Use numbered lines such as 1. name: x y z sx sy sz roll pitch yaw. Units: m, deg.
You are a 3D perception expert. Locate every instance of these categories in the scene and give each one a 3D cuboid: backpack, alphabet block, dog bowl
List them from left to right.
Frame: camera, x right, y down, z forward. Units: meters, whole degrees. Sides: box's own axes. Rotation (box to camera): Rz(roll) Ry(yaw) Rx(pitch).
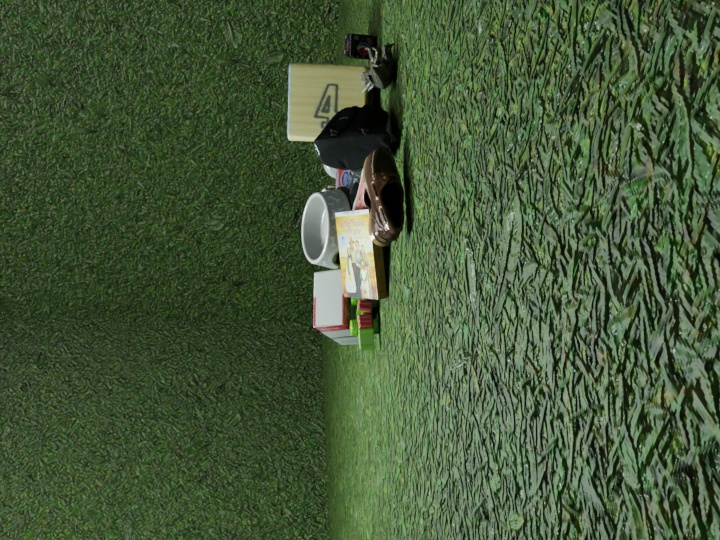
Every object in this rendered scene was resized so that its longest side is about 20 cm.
1. dog bowl: -0.089 -0.103 1.722 0.200 0.059 0.200 -178 90 -64
2. alphabet block: -0.075 -0.437 1.831 0.195 0.200 0.197 -70 -17 -74
3. backpack: -0.003 -0.288 1.503 0.200 0.163 0.154 -86 -13 -48

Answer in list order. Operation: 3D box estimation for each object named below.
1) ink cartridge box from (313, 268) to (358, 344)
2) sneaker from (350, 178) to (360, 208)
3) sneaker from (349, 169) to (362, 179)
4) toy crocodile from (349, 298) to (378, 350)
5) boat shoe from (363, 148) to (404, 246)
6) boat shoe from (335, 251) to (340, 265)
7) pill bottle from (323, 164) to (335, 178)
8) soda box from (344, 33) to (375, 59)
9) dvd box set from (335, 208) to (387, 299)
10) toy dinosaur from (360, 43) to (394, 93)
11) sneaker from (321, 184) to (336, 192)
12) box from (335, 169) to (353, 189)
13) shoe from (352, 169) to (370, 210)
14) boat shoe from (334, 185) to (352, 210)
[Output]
1. ink cartridge box: -0.047 0.099 1.788 0.200 0.084 0.145 46 -139 -63
2. sneaker: 0.014 -0.215 1.750 0.080 0.070 0.201 90 -175 -58
3. sneaker: 0.005 -0.308 1.696 0.066 0.090 0.200 115 155 -74
4. toy crocodile: 0.009 0.098 1.676 0.062 0.067 0.200 100 170 -58
5. boat shoe: 0.051 -0.147 1.306 0.070 0.070 0.200 135 134 -56
6. boat shoe: 0.000 -0.031 1.691 0.200 0.070 0.070 16 96 62
7. pill bottle: -0.071 -0.369 2.340 0.200 0.113 0.113 -106 18 -73
8. soda box: -0.003 -0.623 1.936 0.200 0.071 0.063 -106 19 -69
9. dvd box set: 0.000 -0.037 1.572 0.146 0.029 0.200 3 100 57
10. toy dinosaur: 0.047 -0.434 1.510 0.200 0.077 0.102 -119 19 -69
11. sneaker: -0.015 -0.169 1.990 0.199 0.130 0.079 54 148 4
12. box: -0.017 -0.237 1.873 0.100 0.095 0.200 -161 72 -83
13. shoe: 0.021 -0.147 1.598 0.091 0.071 0.200 -92 10 -58
14. boat shoe: -0.010 -0.145 1.758 0.062 0.075 0.200 106 145 -51
